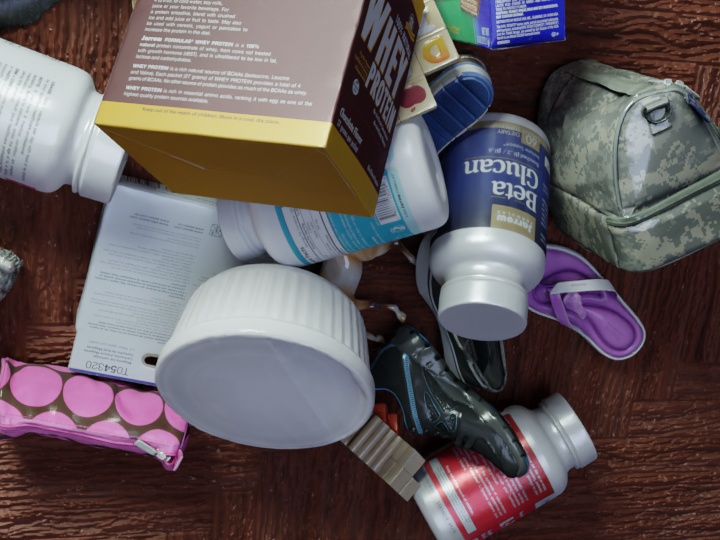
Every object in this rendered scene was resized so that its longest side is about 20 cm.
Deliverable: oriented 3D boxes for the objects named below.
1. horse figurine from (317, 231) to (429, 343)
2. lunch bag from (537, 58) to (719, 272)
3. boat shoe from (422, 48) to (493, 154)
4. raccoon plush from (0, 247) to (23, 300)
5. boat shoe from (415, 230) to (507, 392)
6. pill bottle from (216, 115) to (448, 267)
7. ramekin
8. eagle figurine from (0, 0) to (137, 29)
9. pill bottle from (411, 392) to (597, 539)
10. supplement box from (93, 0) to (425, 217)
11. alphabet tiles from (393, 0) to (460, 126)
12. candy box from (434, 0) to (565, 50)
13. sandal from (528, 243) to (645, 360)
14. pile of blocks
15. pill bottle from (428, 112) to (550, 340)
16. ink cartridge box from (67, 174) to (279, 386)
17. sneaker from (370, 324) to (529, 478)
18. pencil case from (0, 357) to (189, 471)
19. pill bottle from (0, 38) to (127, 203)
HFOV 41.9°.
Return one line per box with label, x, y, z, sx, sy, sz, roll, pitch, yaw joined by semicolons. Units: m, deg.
horse figurine;0.000;0.000;0.976;0.132;0.050;0.201;17;107;-24
lunch bag;0.257;-0.113;0.912;0.139;0.200;0.168;-26;114;-3
boat shoe;0.045;-0.139;0.918;0.199;0.073;0.072;-32;125;25
raccoon plush;-0.396;-0.041;0.853;0.133;0.097;0.201;-23;113;-13
boat shoe;0.116;0.043;0.992;0.071;0.064;0.201;-36;125;-23
pill bottle;-0.027;-0.068;0.858;0.199;0.111;0.111;-15;113;13
ramekin;-0.083;0.079;0.881;0.201;0.095;0.203;4;141;4
eagle figurine;-0.268;-0.290;0.785;0.199;0.151;0.153;3;68;20
pill bottle;0.158;0.223;1.057;0.199;0.112;0.113;-30;113;-1
supplement box;-0.072;-0.170;0.766;0.196;0.133;0.201;8;74;20
alphabet tiles;-0.010;-0.204;0.837;0.166;0.201;0.006;-23;156;7
candy box;0.109;-0.306;0.825;0.077;0.169;0.201;-10;111;-13
sandal;0.248;0.036;1.044;0.202;0.050;0.083;31;100;-21
pile of blocks;-0.004;0.158;1.015;0.200;0.082;0.062;44;81;-7
pill bottle;0.123;-0.040;0.900;0.110;0.111;0.201;18;61;-18
ink cartridge box;-0.176;0.021;0.947;0.195;0.043;0.201;13;108;-19
sneaker;0.092;0.152;0.992;0.200;0.073;0.082;44;90;10
pencil case;-0.270;0.147;0.941;0.199;0.094;0.091;12;124;-15
pill bottle;-0.299;-0.135;0.815;0.199;0.113;0.114;19;104;-13
